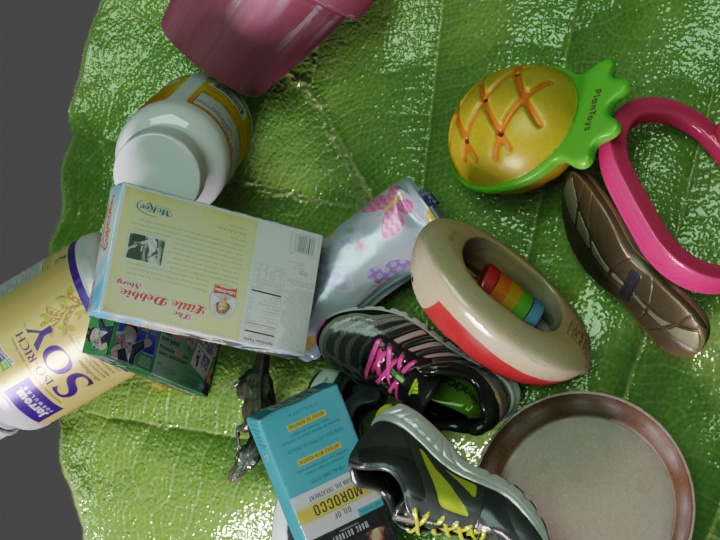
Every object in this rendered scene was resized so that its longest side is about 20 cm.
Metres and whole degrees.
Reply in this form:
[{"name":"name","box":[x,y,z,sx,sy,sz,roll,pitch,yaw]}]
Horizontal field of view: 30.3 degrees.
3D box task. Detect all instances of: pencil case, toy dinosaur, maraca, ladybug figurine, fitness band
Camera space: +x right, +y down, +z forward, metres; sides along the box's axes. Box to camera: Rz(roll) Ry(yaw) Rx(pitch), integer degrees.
[{"name":"pencil case","box":[0.000,0.000,1.282,0.200,0.083,0.091,-37,76,5]},{"name":"toy dinosaur","box":[-0.100,0.119,1.275,0.047,0.088,0.201,3,58,-6]},{"name":"maraca","box":[0.162,-0.135,1.237,0.199,0.107,0.138,-8,59,45]},{"name":"ladybug figurine","box":[0.123,0.037,1.208,0.200,0.136,0.072,39,123,-3]},{"name":"fitness band","box":[0.297,-0.071,1.197,0.143,0.037,0.201,-16,66,-20]}]

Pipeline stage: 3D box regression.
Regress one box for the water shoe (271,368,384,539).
[{"name":"water shoe","box":[-0.029,0.193,1.244,0.078,0.072,0.202,11,81,12]}]

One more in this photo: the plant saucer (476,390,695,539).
[{"name":"plant saucer","box":[0.198,0.209,1.188,0.199,0.034,0.202,-4,75,16]}]

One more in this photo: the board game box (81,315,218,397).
[{"name":"board game box","box":[-0.186,0.036,1.266,0.029,0.200,0.136,6,76,22]}]

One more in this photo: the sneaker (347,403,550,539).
[{"name":"sneaker","box":[0.072,0.205,1.151,0.200,0.075,0.085,36,54,18]}]

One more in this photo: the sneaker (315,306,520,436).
[{"name":"sneaker","box":[0.048,0.094,1.211,0.199,0.087,0.074,24,108,6]}]

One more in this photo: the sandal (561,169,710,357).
[{"name":"sandal","box":[0.253,-0.010,1.214,0.054,0.080,0.200,-28,68,-28]}]

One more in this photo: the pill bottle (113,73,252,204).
[{"name":"pill bottle","box":[-0.174,-0.118,1.294,0.110,0.200,0.112,2,110,5]}]

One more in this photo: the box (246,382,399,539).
[{"name":"box","box":[-0.026,0.209,1.194,0.082,0.049,0.201,-23,94,-17]}]

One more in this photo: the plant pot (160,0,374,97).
[{"name":"plant pot","box":[-0.100,-0.284,1.344,0.200,0.200,0.179,45,107,23]}]

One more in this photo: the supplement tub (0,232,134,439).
[{"name":"supplement tub","box":[-0.308,0.068,1.326,0.199,0.145,0.146,-30,69,8]}]

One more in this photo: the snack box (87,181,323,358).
[{"name":"snack box","box":[-0.135,0.003,1.190,0.037,0.199,0.117,-12,66,61]}]
